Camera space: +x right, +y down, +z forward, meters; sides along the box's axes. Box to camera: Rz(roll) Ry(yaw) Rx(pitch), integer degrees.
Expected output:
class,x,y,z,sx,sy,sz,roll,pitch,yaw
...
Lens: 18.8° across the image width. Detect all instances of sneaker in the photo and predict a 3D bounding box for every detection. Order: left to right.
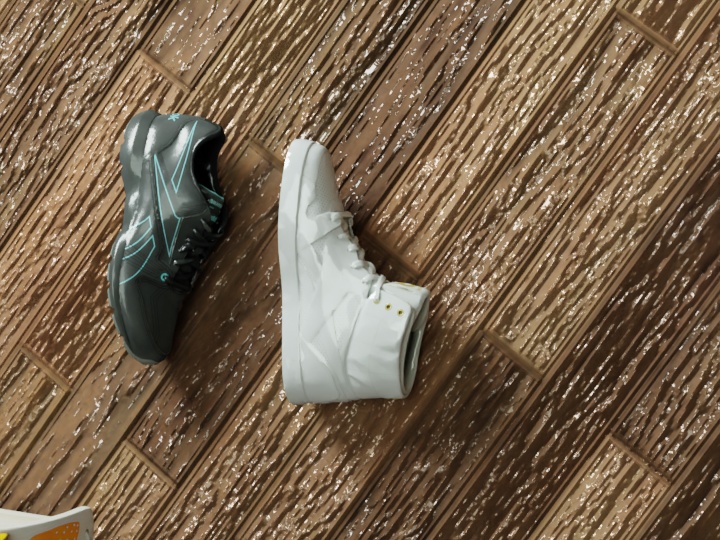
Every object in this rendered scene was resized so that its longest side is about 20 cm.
class,x,y,z,sx,sy,sz,roll,pitch,yaw
sneaker,-0.149,-0.027,1.694,0.079,0.075,0.202,1,85,19
sneaker,0.000,0.000,1.640,0.115,0.074,0.202,-1,94,19

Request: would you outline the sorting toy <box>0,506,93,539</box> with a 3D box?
class,x,y,z,sx,sy,sz,roll,pitch,yaw
sorting toy,-0.321,0.273,1.731,0.198,0.107,0.182,6,105,22
